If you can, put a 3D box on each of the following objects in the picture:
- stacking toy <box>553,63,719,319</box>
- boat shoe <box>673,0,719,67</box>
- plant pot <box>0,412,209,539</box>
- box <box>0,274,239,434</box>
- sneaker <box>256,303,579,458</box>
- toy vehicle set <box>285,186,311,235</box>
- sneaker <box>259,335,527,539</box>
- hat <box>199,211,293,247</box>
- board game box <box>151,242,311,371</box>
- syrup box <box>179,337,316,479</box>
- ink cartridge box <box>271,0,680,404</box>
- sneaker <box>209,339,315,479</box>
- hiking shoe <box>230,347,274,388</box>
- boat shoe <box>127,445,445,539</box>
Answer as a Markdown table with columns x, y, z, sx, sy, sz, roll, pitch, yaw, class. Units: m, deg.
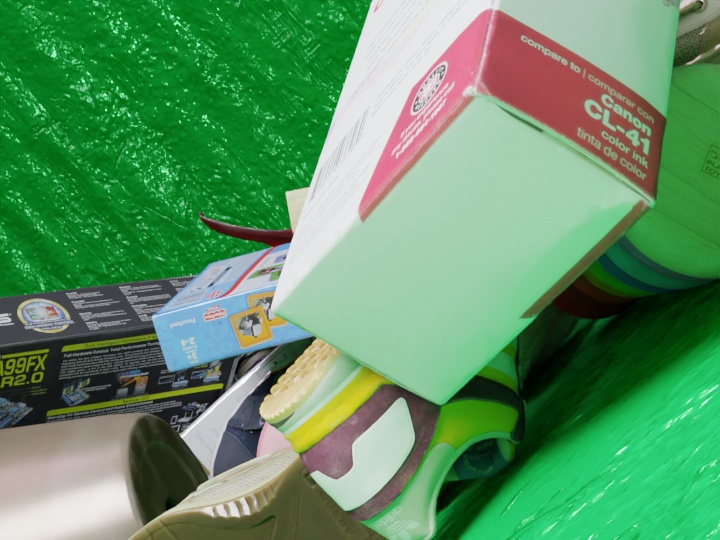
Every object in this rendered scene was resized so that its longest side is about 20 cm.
| x | y | z | sx | sy | sz | roll | pitch | yaw | class |
| --- | --- | --- | --- | --- | --- | --- | --- | --- | --- |
| 0.122 | -0.019 | 0.895 | 0.085 | 0.085 | 0.200 | -42 | -4 | -15 | stacking toy |
| 0.143 | -0.110 | 0.946 | 0.200 | 0.065 | 0.072 | -36 | -4 | 7 | boat shoe |
| -0.168 | 0.160 | 1.114 | 0.173 | 0.201 | 0.200 | -24 | 7 | 14 | plant pot |
| -0.176 | 0.086 | 1.265 | 0.199 | 0.044 | 0.161 | -8 | -50 | -34 | box |
| 0.014 | 0.061 | 1.014 | 0.200 | 0.076 | 0.105 | -36 | -1 | 22 | sneaker |
| 0.063 | -0.045 | 1.266 | 0.199 | 0.027 | 0.124 | -10 | -6 | 6 | toy vehicle set |
| 0.037 | 0.040 | 0.881 | 0.075 | 0.090 | 0.200 | -35 | 6 | 43 | sneaker |
| 0.006 | -0.025 | 1.394 | 0.200 | 0.176 | 0.166 | -41 | 3 | 11 | hat |
| 0.000 | 0.000 | 1.138 | 0.199 | 0.037 | 0.151 | -15 | 8 | 10 | board game box |
| -0.019 | 0.070 | 1.257 | 0.200 | 0.081 | 0.079 | -43 | -2 | 1 | syrup box |
| 0.052 | -0.071 | 0.814 | 0.148 | 0.085 | 0.201 | -48 | 17 | 43 | ink cartridge box |
| -0.007 | 0.068 | 1.172 | 0.200 | 0.079 | 0.079 | -40 | -3 | 2 | sneaker |
| -0.062 | 0.086 | 1.415 | 0.076 | 0.101 | 0.200 | -42 | 3 | 1 | hiking shoe |
| -0.037 | 0.117 | 0.958 | 0.200 | 0.073 | 0.063 | -37 | -3 | 26 | boat shoe |
